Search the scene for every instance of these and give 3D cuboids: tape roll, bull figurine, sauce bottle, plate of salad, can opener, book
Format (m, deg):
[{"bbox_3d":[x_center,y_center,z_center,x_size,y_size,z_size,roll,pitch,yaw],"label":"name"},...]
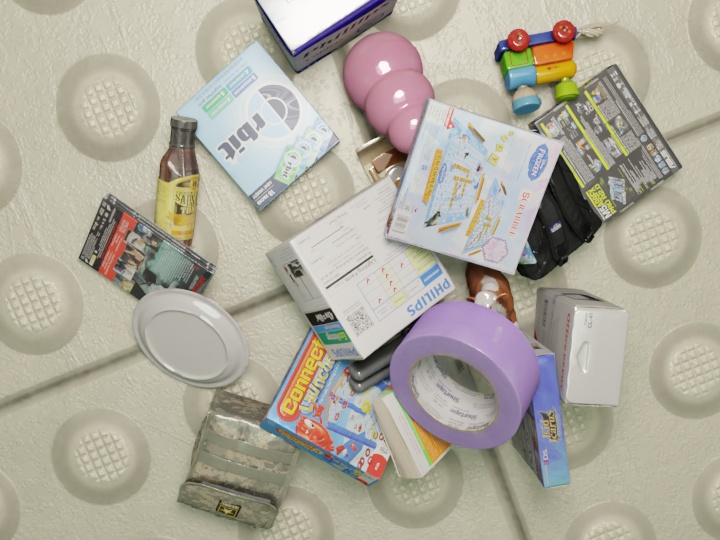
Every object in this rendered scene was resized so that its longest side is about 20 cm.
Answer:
[{"bbox_3d":[0.147,0.149,1.027,0.199,0.085,0.201,18,129,23],"label":"tape roll"},{"bbox_3d":[0.203,0.048,1.111,0.065,0.200,0.122,-19,114,12],"label":"bull figurine"},{"bbox_3d":[-0.282,-0.135,1.118,0.065,0.066,0.202,9,110,-3],"label":"sauce bottle"},{"bbox_3d":[-0.267,0.105,1.151,0.198,0.048,0.201,9,126,12],"label":"plate of salad"},{"bbox_3d":[0.058,0.124,1.147,0.199,0.066,0.053,-31,136,-30],"label":"can opener"},{"bbox_3d":[0.113,0.213,1.138,0.199,0.048,0.135,-29,99,-43],"label":"book"}]

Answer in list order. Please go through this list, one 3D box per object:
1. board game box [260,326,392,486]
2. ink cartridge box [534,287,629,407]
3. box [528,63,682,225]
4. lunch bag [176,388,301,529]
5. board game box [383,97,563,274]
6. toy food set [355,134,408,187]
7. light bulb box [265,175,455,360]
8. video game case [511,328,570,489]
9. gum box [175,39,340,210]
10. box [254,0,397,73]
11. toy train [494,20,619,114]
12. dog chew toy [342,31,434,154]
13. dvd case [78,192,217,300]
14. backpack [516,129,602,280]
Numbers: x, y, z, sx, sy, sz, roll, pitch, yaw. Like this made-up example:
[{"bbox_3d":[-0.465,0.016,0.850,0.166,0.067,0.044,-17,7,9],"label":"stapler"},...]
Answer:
[{"bbox_3d":[-0.025,0.198,1.136,0.195,0.056,0.201,29,60,-6],"label":"board game box"},{"bbox_3d":[0.332,0.112,1.115,0.085,0.200,0.149,3,97,-3],"label":"ink cartridge box"},{"bbox_3d":[0.391,-0.199,1.158,0.160,0.044,0.201,-36,96,3],"label":"box"},{"bbox_3d":[-0.194,0.317,1.167,0.163,0.118,0.202,19,100,-7],"label":"lunch bag"},{"bbox_3d":[0.156,-0.116,1.020,0.198,0.041,0.202,16,106,-7],"label":"board game box"},{"bbox_3d":[0.100,-0.136,1.148,0.143,0.060,0.201,-28,97,2],"label":"toy food set"},{"bbox_3d":[0.000,0.000,1.096,0.198,0.125,0.201,-35,97,-24],"label":"light bulb box"},{"bbox_3d":[0.269,0.208,1.134,0.045,0.181,0.202,-9,97,-1],"label":"video game case"},{"bbox_3d":[-0.159,-0.226,1.137,0.170,0.045,0.200,-40,97,3],"label":"gum box"},{"bbox_3d":[-0.047,-0.386,1.043,0.183,0.200,0.105,-32,98,2],"label":"box"},{"bbox_3d":[0.315,-0.314,1.111,0.198,0.085,0.117,-10,85,0],"label":"toy train"},{"bbox_3d":[0.053,-0.257,1.075,0.124,0.125,0.201,-26,66,2],"label":"dog chew toy"},{"bbox_3d":[-0.336,-0.012,1.135,0.199,0.022,0.146,35,127,-4],"label":"dvd case"},{"bbox_3d":[0.257,-0.116,1.114,0.163,0.153,0.201,-39,121,-15],"label":"backpack"}]
